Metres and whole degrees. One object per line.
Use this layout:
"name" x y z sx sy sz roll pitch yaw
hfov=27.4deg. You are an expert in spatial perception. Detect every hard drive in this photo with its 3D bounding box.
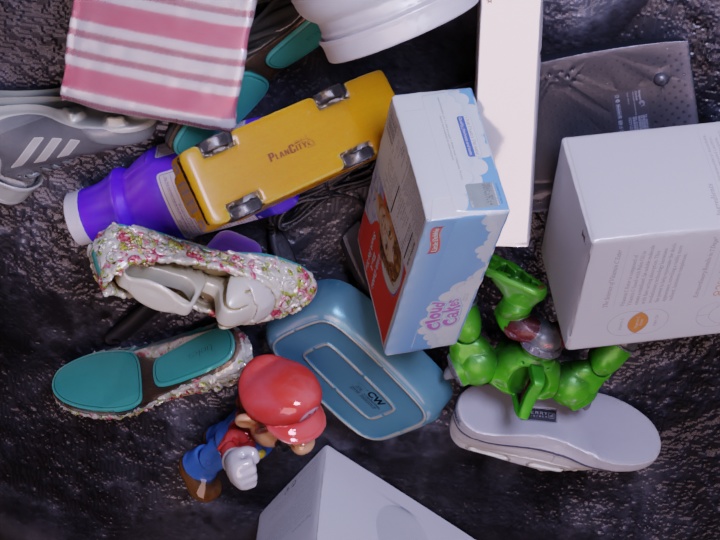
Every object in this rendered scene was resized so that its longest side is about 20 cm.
"hard drive" 0.179 -0.122 1.229 0.198 0.042 0.136 -11 120 9

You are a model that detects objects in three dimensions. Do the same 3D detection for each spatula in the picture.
"spatula" -0.165 0.022 1.323 0.056 0.021 0.199 22 140 -40

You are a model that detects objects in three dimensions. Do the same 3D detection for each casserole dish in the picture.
"casserole dish" -0.005 0.089 1.344 0.121 0.039 0.200 -25 120 39

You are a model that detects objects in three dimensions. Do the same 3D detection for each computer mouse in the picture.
"computer mouse" 0.000 0.000 1.307 0.139 0.046 0.201 -21 118 13

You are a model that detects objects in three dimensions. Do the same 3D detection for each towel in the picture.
"towel" -0.149 -0.216 1.147 0.145 0.030 0.202 12 101 5

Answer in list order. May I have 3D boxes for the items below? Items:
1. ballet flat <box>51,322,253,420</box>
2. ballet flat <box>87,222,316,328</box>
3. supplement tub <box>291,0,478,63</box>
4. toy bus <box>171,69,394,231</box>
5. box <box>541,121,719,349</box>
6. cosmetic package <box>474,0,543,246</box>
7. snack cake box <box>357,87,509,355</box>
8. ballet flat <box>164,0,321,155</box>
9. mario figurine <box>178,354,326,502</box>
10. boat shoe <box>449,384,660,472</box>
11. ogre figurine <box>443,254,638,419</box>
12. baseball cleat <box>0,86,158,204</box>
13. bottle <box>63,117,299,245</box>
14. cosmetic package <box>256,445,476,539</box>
"ballet flat" -0.186 0.101 1.366 0.198 0.076 0.064 -12 154 15
"ballet flat" -0.132 0.016 1.238 0.198 0.064 0.076 12 130 -15
"supplement tub" -0.005 -0.267 1.072 0.139 0.140 0.202 -20 104 13
"toy bus" -0.056 -0.094 1.170 0.199 0.078 0.066 -26 93 -26
"box" 0.260 -0.030 1.201 0.197 0.107 0.153 -5 144 -6
"cosmetic package" 0.113 -0.127 1.159 0.050 0.083 0.202 2 114 4
"snack cake box" 0.052 -0.034 1.162 0.066 0.116 0.201 -7 150 -14
"ballet flat" -0.089 -0.177 1.196 0.199 0.069 0.068 -38 157 12
"mario figurine" -0.086 0.156 1.336 0.105 0.125 0.200 16 147 -23
"boat shoe" 0.180 0.157 1.390 0.198 0.072 0.070 7 149 -7
"ogre figurine" 0.152 0.059 1.305 0.198 0.098 0.121 4 118 -27
"baseball cleat" -0.262 -0.108 1.249 0.198 0.070 0.107 5 128 10
"bottle" -0.154 -0.068 1.260 0.198 0.066 0.084 -15 125 11
"cosmetic package" 0.004 0.313 1.404 0.198 0.201 0.123 34 117 -17
